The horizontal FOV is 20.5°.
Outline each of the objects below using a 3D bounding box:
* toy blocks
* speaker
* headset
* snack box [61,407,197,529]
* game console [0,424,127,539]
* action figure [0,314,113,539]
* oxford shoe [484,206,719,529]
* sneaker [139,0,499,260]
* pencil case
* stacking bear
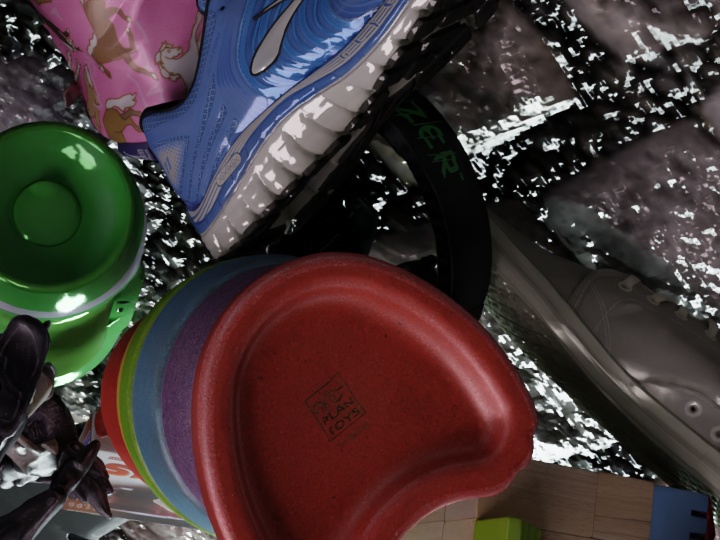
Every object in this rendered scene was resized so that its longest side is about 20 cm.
[{"bbox_3d":[0.070,0.115,0.808,0.136,0.100,0.200,13,165,-22],"label":"toy blocks"},{"bbox_3d":[-0.143,-0.002,0.895,0.088,0.089,0.200,38,162,0],"label":"speaker"},{"bbox_3d":[0.000,0.000,0.844,0.124,0.094,0.200,49,138,22],"label":"headset"},{"bbox_3d":[-0.034,0.102,0.927,0.199,0.024,0.072,10,148,-16],"label":"snack box"},{"bbox_3d":[-0.212,0.054,1.004,0.200,0.117,0.176,34,137,-23],"label":"game console"},{"bbox_3d":[-0.161,0.062,0.786,0.119,0.102,0.200,45,163,12],"label":"action figure"},{"bbox_3d":[0.114,0.035,0.808,0.200,0.058,0.075,42,171,17],"label":"oxford shoe"},{"bbox_3d":[-0.014,-0.097,0.723,0.089,0.078,0.200,47,113,9],"label":"sneaker"},{"bbox_3d":[-0.113,-0.144,0.782,0.200,0.086,0.083,61,166,-25],"label":"pencil case"},{"bbox_3d":[-0.043,0.051,0.755,0.114,0.121,0.200,57,160,-11],"label":"stacking bear"}]
